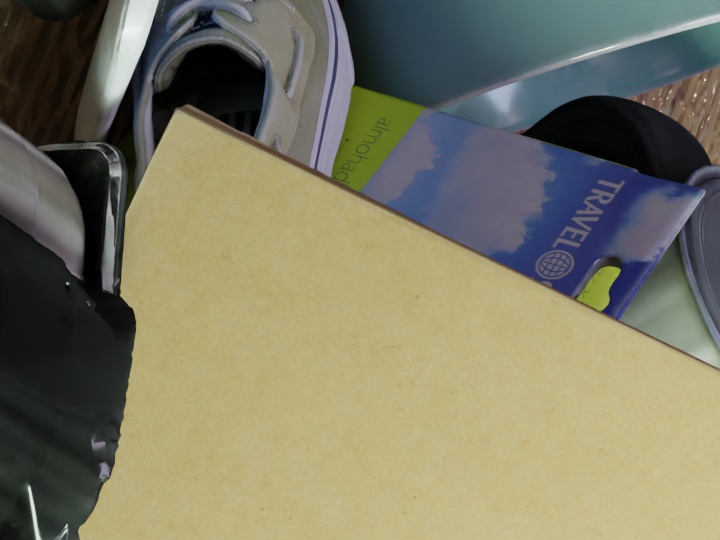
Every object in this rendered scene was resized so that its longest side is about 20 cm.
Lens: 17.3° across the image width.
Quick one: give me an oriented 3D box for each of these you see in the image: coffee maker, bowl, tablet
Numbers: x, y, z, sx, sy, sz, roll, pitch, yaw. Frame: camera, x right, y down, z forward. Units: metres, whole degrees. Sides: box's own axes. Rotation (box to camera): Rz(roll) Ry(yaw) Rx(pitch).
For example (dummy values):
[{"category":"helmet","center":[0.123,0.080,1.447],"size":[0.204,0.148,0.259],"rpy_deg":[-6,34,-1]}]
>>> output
[{"category":"coffee maker","center":[-0.156,0.002,0.581],"size":[0.135,0.192,0.200],"rpy_deg":[-38,136,15]},{"category":"bowl","center":[0.074,-0.118,0.881],"size":[0.201,0.200,0.105],"rpy_deg":[-15,87,-48]},{"category":"tablet","center":[-0.062,-0.107,0.724],"size":[0.014,0.200,0.131],"rpy_deg":[18,80,-8]}]

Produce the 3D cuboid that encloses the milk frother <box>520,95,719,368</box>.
[{"category":"milk frother","center":[0.048,0.032,0.847],"size":[0.200,0.188,0.181],"rpy_deg":[-5,66,-54]}]

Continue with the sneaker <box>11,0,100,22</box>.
[{"category":"sneaker","center":[-0.158,-0.103,0.689],"size":[0.200,0.077,0.084],"rpy_deg":[12,104,-47]}]

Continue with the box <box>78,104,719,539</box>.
[{"category":"box","center":[0.003,0.069,0.675],"size":[0.021,0.200,0.164],"rpy_deg":[-71,-173,-88]}]

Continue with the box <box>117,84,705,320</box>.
[{"category":"box","center":[0.000,0.000,0.776],"size":[0.122,0.200,0.048],"rpy_deg":[-54,147,-30]}]

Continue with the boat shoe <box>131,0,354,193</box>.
[{"category":"boat shoe","center":[-0.040,-0.057,0.765],"size":[0.062,0.072,0.200],"rpy_deg":[73,8,-46]}]
